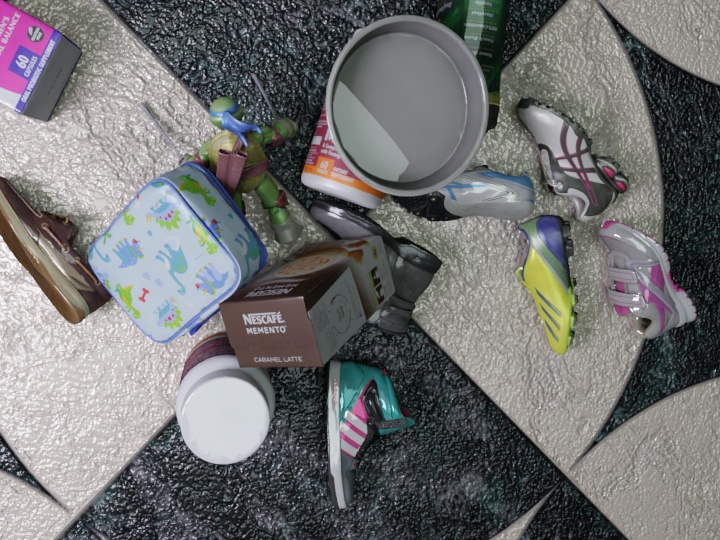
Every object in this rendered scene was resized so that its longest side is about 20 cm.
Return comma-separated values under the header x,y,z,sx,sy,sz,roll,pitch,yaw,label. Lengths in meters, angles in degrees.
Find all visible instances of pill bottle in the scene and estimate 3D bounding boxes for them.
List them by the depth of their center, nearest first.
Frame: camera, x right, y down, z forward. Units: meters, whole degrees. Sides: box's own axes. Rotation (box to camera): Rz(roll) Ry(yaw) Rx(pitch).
x,y,z,sx,sy,sz,roll,pitch,yaw,label
-0.162,0.148,0.825,0.113,0.200,0.116,-1,97,-11,pill bottle
0.004,-0.189,0.866,0.108,0.110,0.202,17,93,-13,pill bottle

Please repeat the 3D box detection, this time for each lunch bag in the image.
x,y,z,sx,sy,sz,roll,pitch,yaw,label
-0.215,-0.014,0.808,0.199,0.082,0.161,-36,96,34,lunch bag

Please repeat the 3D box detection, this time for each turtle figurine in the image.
x,y,z,sx,sy,sz,roll,pitch,yaw,label
-0.146,-0.133,0.862,0.143,0.199,0.196,-30,123,-29,turtle figurine

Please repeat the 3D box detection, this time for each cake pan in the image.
x,y,z,sx,sy,sz,roll,pitch,yaw,label
0.053,-0.189,0.802,0.198,0.037,0.203,-2,98,-15,cake pan

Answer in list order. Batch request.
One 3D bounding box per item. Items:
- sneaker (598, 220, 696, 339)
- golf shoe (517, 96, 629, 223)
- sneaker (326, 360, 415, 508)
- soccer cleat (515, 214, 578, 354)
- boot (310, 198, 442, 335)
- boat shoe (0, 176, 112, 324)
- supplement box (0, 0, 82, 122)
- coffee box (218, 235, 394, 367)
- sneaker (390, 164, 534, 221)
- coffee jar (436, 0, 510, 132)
x,y,z,sx,sy,sz,roll,pitch,yaw,label
0.396,0.020,0.984,0.088,0.081,0.201,-39,102,-6,sneaker
0.279,-0.153,0.946,0.200,0.077,0.088,41,95,-12,golf shoe
0.014,0.221,0.934,0.119,0.084,0.203,-1,96,-2,sneaker
0.264,0.021,0.978,0.083,0.065,0.203,-4,103,19,soccer cleat
0.000,0.000,0.913,0.199,0.070,0.133,29,99,-6,boot
-0.377,-0.034,0.837,0.072,0.072,0.201,-38,92,-36,boat shoe
-0.438,-0.264,0.773,0.198,0.103,0.102,28,92,-11,supplement box
-0.054,0.031,0.798,0.113,0.200,0.081,-6,108,27,coffee box
0.137,-0.109,0.932,0.197,0.072,0.073,4,61,-5,sneaker
0.137,-0.274,0.886,0.084,0.104,0.203,3,95,-12,coffee jar
